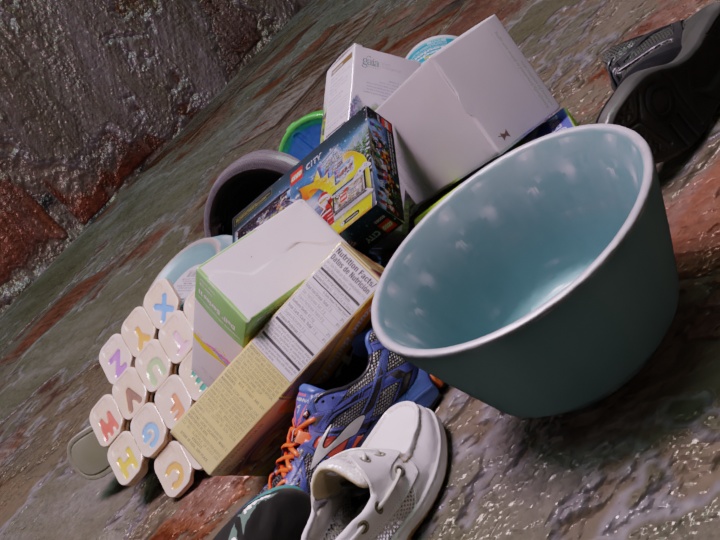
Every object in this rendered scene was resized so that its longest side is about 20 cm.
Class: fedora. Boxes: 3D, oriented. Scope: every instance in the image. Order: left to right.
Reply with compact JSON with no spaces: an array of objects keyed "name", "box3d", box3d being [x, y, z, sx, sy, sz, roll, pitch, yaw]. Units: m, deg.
[{"name":"fedora","box3d":[-0.088,-0.053,1.302,0.200,0.177,0.090,-5,4,37]}]

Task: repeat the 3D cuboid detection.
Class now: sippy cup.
[{"name":"sippy cup","box3d":[-0.017,-0.146,1.378,0.130,0.177,0.140,-51,-19,-61]}]

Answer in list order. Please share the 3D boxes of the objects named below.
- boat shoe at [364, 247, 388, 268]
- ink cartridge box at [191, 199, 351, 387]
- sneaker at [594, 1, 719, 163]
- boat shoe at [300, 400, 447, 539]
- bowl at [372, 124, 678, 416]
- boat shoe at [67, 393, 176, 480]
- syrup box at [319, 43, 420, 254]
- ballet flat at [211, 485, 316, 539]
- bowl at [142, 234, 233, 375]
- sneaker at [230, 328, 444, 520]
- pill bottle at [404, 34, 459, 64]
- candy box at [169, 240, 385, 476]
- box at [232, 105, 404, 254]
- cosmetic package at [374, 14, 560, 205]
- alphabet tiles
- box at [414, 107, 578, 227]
[{"name":"boat shoe","box3d":[0.000,0.000,1.075,0.084,0.069,0.200,-46,18,-14]},{"name":"ink cartridge box","box3d":[-0.081,0.046,0.950,0.117,0.067,0.200,-36,-22,-30]},{"name":"sneaker","box3d":[0.235,-0.142,0.920,0.199,0.076,0.114,-48,17,-30]},{"name":"boat shoe","box3d":[0.001,0.146,0.725,0.071,0.069,0.200,-30,21,34]},{"name":"bowl","box3d":[0.117,0.013,0.701,0.201,0.105,0.201,-33,26,18]},{"name":"boat shoe","box3d":[-0.214,0.158,1.149,0.199,0.075,0.066,-32,1,29]},{"name":"syrup box","box3d":[0.006,-0.127,1.172,0.081,0.079,0.201,151,127,-62]},{"name":"ballet flat","box3d":[-0.095,0.232,0.747,0.200,0.068,0.068,-48,26,14]},{"name":"bowl","box3d":[-0.155,0.041,1.175,0.201,0.105,0.201,-32,32,23]},{"name":"sneaker","box3d":[-0.030,0.123,0.830,0.200,0.078,0.075,-47,18,-18]},{"name":"pill bottle","box3d":[0.100,-0.194,1.257,0.111,0.111,0.200,-37,18,14]},{"name":"candy box","box3d":[-0.047,0.076,0.891,0.200,0.055,0.115,-48,-19,4]},{"name":"box","box3d":[-0.046,-0.047,1.057,0.200,0.038,0.137,-37,38,30]},{"name":"cosmetic package","box3d":[0.087,-0.144,1.052,0.085,0.108,0.200,-36,4,-22]},{"name":"alphabet tiles","box3d":[-0.187,0.109,1.073,0.200,0.015,0.196,-48,55,17]},{"name":"box","box3d":[0.139,-0.066,0.981,0.200,0.048,0.122,-37,18,15]}]
